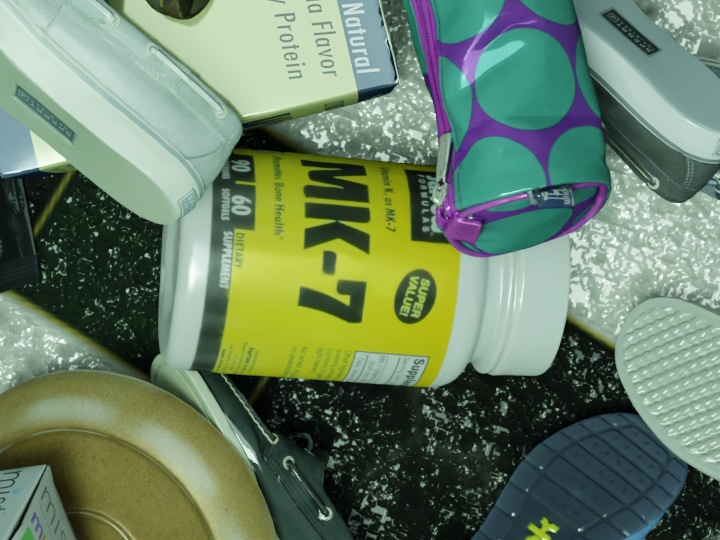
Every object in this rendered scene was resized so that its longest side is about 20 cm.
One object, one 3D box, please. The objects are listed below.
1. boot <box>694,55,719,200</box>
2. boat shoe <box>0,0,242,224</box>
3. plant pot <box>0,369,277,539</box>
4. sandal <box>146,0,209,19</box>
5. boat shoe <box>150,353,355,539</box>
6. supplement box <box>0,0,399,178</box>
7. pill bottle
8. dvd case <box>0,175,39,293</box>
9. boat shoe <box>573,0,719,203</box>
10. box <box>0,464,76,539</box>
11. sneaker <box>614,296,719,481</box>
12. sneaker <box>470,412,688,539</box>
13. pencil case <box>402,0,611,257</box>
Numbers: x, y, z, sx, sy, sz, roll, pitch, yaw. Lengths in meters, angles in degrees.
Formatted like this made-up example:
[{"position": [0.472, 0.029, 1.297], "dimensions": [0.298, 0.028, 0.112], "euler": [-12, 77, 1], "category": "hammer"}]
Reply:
[{"position": [0.226, -0.059, 1.043], "dimensions": [0.198, 0.090, 0.073], "euler": [22, 93, -2], "category": "boot"}, {"position": [-0.139, -0.109, 0.917], "dimensions": [0.201, 0.070, 0.072], "euler": [42, 65, -3], "category": "boat shoe"}, {"position": [-0.138, 0.152, 1.044], "dimensions": [0.198, 0.027, 0.202], "euler": [4, 105, 17], "category": "plant pot"}, {"position": [-0.096, -0.216, 0.912], "dimensions": [0.054, 0.082, 0.202], "euler": [2, 100, 21], "category": "sandal"}, {"position": [-0.040, 0.121, 1.063], "dimensions": [0.066, 0.074, 0.200], "euler": [-31, 87, -31], "category": "boat shoe"}, {"position": [-0.098, -0.165, 1.009], "dimensions": [0.198, 0.134, 0.202], "euler": [-14, 93, 0], "category": "supplement box"}, {"position": [0.000, 0.000, 1.025], "dimensions": [0.198, 0.114, 0.116], "euler": [4, 93, -11], "category": "pill bottle"}, {"position": [-0.209, -0.085, 1.003], "dimensions": [0.024, 0.150, 0.202], "euler": [-11, 93, 8], "category": "dvd case"}, {"position": [0.116, -0.113, 1.039], "dimensions": [0.200, 0.070, 0.067], "euler": [45, 133, 19], "category": "boat shoe"}, {"position": [-0.213, 0.212, 0.999], "dimensions": [0.175, 0.097, 0.202], "euler": [-8, 116, 15], "category": "box"}, {"position": [0.229, 0.089, 1.069], "dimensions": [0.200, 0.104, 0.076], "euler": [35, 98, 27], "category": "sneaker"}, {"position": [0.095, 0.156, 1.068], "dimensions": [0.200, 0.082, 0.074], "euler": [-42, 65, -16], "category": "sneaker"}, {"position": [0.059, -0.114, 0.966], "dimensions": [0.092, 0.085, 0.202], "euler": [-8, 77, -26], "category": "pencil case"}]
